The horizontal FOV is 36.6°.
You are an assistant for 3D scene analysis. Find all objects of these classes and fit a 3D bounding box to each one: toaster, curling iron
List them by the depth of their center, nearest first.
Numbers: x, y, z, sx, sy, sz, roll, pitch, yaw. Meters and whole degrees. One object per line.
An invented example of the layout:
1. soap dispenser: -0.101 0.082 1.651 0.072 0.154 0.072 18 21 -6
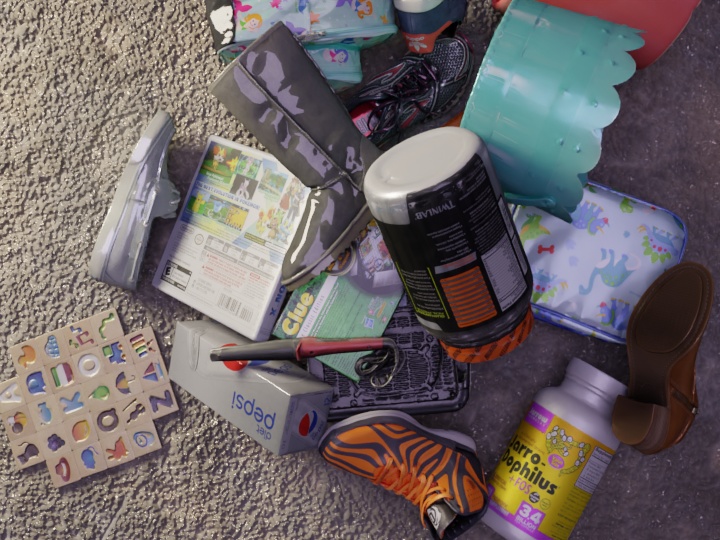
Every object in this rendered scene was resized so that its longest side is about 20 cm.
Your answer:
1. curling iron: -0.053 0.087 1.080 0.196 0.026 0.051 3 86 3
2. toaster: 0.034 0.061 1.171 0.196 0.119 0.185 -5 89 2

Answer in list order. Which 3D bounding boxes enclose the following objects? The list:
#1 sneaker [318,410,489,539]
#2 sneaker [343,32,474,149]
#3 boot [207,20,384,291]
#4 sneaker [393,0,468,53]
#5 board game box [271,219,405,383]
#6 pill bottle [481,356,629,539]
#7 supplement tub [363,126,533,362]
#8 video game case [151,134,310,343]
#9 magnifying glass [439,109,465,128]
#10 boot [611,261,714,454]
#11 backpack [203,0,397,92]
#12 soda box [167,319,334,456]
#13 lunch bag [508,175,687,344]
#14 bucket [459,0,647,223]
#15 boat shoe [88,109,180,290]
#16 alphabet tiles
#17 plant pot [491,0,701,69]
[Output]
1. sneaker: 0.055 0.212 1.105 0.197 0.113 0.078 12 129 -28
2. sneaker: 0.045 -0.187 1.198 0.199 0.075 0.081 -40 88 0
3. boot: -0.071 -0.109 1.048 0.200 0.072 0.182 45 77 -14
4. sneaker: 0.095 -0.307 1.183 0.074 0.086 0.200 16 47 29
5. board game box: 0.000 0.000 1.103 0.104 0.023 0.202 28 90 1
6. pill bottle: 0.212 0.199 1.171 0.103 0.104 0.202 29 89 2
7. supplement tub: 0.090 -0.021 1.024 0.121 0.123 0.202 -24 118 1
8. video game case: -0.132 -0.039 1.165 0.198 0.022 0.185 22 90 44
9. magnifying glass: 0.074 -0.134 1.204 0.199 0.079 0.023 -39 111 -9
10. boot: 0.335 0.097 1.144 0.076 0.154 0.204 15 90 34
11. backpack: -0.058 -0.260 1.151 0.196 0.178 0.153 -14 96 -3
12. soda box: -0.119 0.118 1.142 0.199 0.063 0.069 27 110 41
13. lunch bag: 0.241 -0.013 1.185 0.197 0.082 0.163 20 89 2
14. bucket: 0.182 -0.161 1.068 0.133 0.207 0.210 22 90 9
15. boat shoe: -0.238 -0.075 1.213 0.070 0.070 0.204 22 94 -8
16. alphabet tiles: -0.313 0.145 1.236 0.197 0.006 0.169 -20 89 1
17. plant pot: 0.261 -0.319 1.147 0.176 0.200 0.203 30 90 -8
